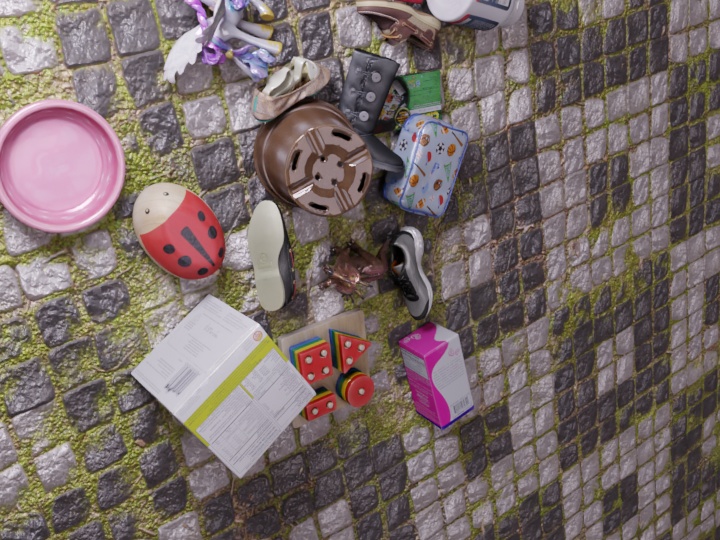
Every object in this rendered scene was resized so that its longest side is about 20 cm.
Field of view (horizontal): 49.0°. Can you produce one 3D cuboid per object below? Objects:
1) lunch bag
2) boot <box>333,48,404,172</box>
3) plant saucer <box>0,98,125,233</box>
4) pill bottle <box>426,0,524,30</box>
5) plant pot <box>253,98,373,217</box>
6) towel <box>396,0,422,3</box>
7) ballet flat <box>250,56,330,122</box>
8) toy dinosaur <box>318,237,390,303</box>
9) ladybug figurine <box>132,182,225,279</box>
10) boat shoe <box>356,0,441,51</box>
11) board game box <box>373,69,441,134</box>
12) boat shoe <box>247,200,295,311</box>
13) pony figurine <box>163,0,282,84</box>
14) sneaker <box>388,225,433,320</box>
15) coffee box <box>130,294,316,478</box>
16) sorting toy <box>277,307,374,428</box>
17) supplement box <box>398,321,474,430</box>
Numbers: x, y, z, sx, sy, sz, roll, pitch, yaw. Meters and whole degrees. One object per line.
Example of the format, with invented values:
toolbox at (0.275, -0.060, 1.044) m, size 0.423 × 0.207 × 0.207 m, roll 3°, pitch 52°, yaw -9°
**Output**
lunch bag at (0.135, -0.207, 1.608) m, size 0.159 × 0.075 × 0.202 m, roll 8°, pitch 107°, yaw -43°
boot at (0.034, -0.300, 1.494) m, size 0.163 × 0.066 × 0.203 m, roll 12°, pitch 101°, yaw -21°
plant saucer at (-0.466, -0.161, 1.215) m, size 0.198 × 0.051 × 0.203 m, roll -12°, pitch 111°, yaw -32°
pill bottle at (0.232, -0.537, 1.551) m, size 0.199 × 0.119 × 0.121 m, roll -6°, pitch 108°, yaw -47°
plant pot at (-0.075, -0.188, 1.361) m, size 0.197 × 0.198 × 0.203 m, roll -4°, pitch 107°, yaw -14°
towel at (0.111, -0.586, 1.424) m, size 0.144 × 0.022 × 0.202 m, roll -21°, pitch 140°, yaw -54°
ballet flat at (-0.116, -0.330, 1.375) m, size 0.200 × 0.068 × 0.068 m, roll -48°, pitch 154°, yaw -37°
toy dinosaur at (0.000, 0.000, 1.543) m, size 0.198 × 0.135 × 0.087 m, roll -20°, pitch 115°, yaw -30°
ladybug figurine at (-0.300, -0.060, 1.350) m, size 0.136 × 0.072 × 0.200 m, roll -50°, pitch 126°, yaw -13°
boat shoe at (0.072, -0.462, 1.499) m, size 0.198 × 0.072 × 0.073 m, roll 3°, pitch 101°, yaw -43°
board game box at (0.079, -0.334, 1.570) m, size 0.198 × 0.023 × 0.106 m, roll -16°, pitch 110°, yaw -31°
boat shoe at (-0.162, -0.029, 1.468) m, size 0.063 × 0.073 × 0.204 m, roll -26°, pitch 113°, yaw -67°
pony figurine at (-0.226, -0.390, 1.275) m, size 0.199 × 0.166 × 0.195 m, roll 26°, pitch 56°, yaw -34°
sneaker at (0.097, 0.012, 1.651) m, size 0.079 × 0.073 × 0.203 m, roll -28°, pitch 113°, yaw -41°
coffee box at (-0.239, 0.199, 1.392) m, size 0.200 × 0.199 × 0.198 m, roll -47°, pitch 126°, yaw -15°
sorting toy at (-0.056, 0.205, 1.607) m, size 0.197 × 0.069 × 0.203 m, roll -18°, pitch 114°, yaw -30°
supplement box at (0.170, 0.232, 1.757) m, size 0.100 × 0.103 × 0.202 m, roll -27°, pitch 119°, yaw -25°
